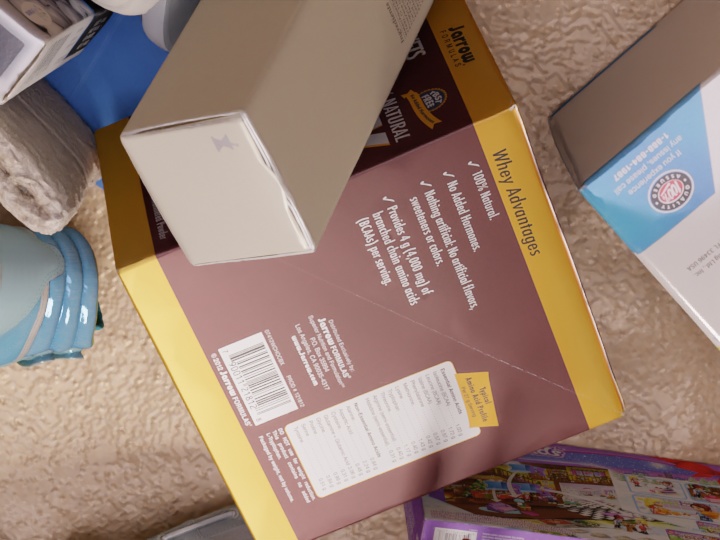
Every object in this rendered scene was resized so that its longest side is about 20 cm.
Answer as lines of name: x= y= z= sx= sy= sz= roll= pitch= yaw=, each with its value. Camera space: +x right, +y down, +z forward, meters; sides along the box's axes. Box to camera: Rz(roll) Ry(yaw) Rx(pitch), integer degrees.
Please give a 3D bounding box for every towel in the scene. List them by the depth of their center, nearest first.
towel: x=-0.204 y=-0.103 z=1.093 sx=0.034 sy=0.133 sz=0.200 roll=-41 pitch=100 yaw=12

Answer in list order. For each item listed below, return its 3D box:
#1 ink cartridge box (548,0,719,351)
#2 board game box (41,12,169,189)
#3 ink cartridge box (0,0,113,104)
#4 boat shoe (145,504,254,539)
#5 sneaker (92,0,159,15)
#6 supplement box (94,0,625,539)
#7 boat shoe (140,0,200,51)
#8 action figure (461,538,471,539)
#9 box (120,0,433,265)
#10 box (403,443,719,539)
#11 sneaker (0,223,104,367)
ink cartridge box: x=0.219 y=-0.035 z=1.151 sx=0.147 sy=0.146 sz=0.200 roll=-40 pitch=105 yaw=10
board game box: x=-0.123 y=-0.130 z=1.168 sx=0.200 sy=0.039 sz=0.158 roll=32 pitch=109 yaw=-5
ink cartridge box: x=-0.212 y=-0.164 z=1.040 sx=0.200 sy=0.198 sz=0.043 roll=38 pitch=101 yaw=-6
boat shoe: x=-0.138 y=0.184 z=1.249 sx=0.200 sy=0.072 sz=0.070 roll=-19 pitch=149 yaw=-5
sneaker: x=-0.162 y=-0.190 z=1.057 sx=0.088 sy=0.200 sz=0.075 roll=-3 pitch=134 yaw=-46
supplement box: x=0.000 y=0.000 z=1.133 sx=0.199 sy=0.133 sz=0.198 roll=-22 pitch=124 yaw=2
boat shoe: x=-0.090 y=-0.212 z=1.092 sx=0.091 sy=0.071 sz=0.201 roll=27 pitch=115 yaw=26
action figure: x=0.034 y=0.208 z=1.140 sx=0.065 sy=0.200 sz=0.099 roll=13 pitch=66 yaw=-12
box: x=-0.032 y=-0.098 z=1.034 sx=0.068 sy=0.200 sz=0.082 roll=-7 pitch=127 yaw=29
box: x=0.124 y=0.135 z=1.208 sx=0.199 sy=0.137 sz=0.039 roll=8 pitch=106 yaw=-4
sneaker: x=-0.212 y=0.038 z=1.200 sx=0.200 sy=0.130 sz=0.080 roll=-32 pitch=68 yaw=41
